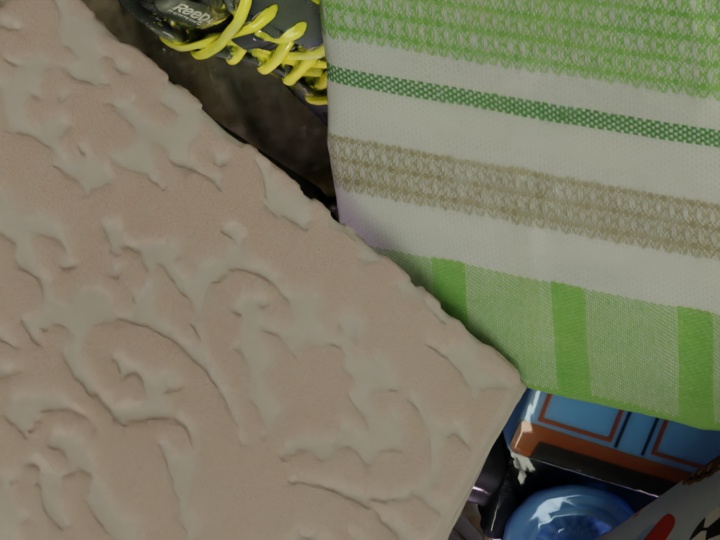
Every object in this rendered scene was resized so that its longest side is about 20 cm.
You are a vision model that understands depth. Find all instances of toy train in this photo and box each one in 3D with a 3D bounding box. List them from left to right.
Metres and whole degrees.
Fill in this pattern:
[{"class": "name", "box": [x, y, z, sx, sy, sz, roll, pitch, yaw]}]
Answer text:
[{"class": "toy train", "box": [0.127, 0.063, 0.852, 0.199, 0.087, 0.115, 18, 112, -9]}]

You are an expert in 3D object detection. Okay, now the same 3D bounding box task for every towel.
[{"class": "towel", "box": [-0.068, 0.036, 0.713, 0.200, 0.191, 0.032, 40, 139, -8]}, {"class": "towel", "box": [0.057, -0.055, 0.744, 0.149, 0.031, 0.201, 13, 123, 27]}]

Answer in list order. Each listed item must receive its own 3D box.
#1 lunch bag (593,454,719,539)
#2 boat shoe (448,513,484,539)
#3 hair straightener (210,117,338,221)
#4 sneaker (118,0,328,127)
[{"class": "lunch bag", "box": [0.090, 0.132, 0.747, 0.200, 0.160, 0.076, -43, 102, 11]}, {"class": "boat shoe", "box": [0.031, 0.152, 0.970, 0.075, 0.062, 0.200, -19, 124, 1]}, {"class": "hair straightener", "box": [0.000, 0.000, 0.848, 0.077, 0.041, 0.200, -4, 153, 41]}, {"class": "sneaker", "box": [-0.032, -0.085, 0.797, 0.074, 0.085, 0.200, -23, 120, 39]}]
